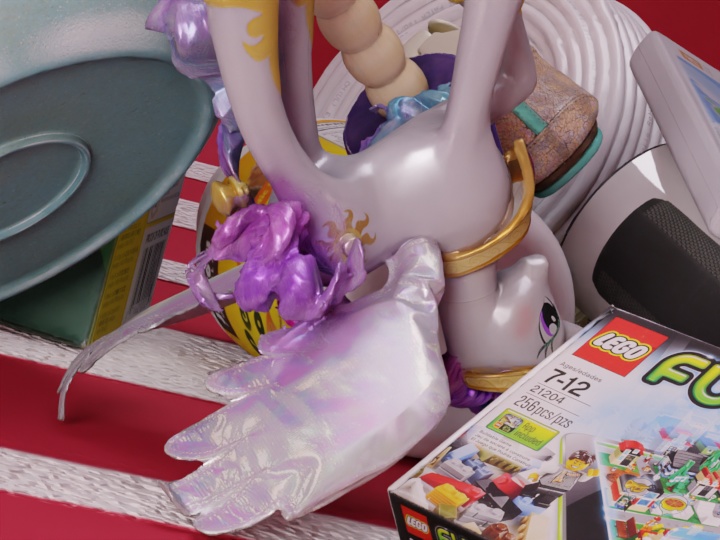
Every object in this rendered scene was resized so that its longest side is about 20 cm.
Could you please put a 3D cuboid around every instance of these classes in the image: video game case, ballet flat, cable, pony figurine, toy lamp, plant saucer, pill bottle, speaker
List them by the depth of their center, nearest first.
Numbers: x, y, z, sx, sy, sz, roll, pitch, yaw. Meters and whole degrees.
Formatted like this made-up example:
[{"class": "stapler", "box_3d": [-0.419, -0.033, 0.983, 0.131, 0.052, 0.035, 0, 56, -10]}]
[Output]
[{"class": "pony figurine", "box_3d": [-0.004, -0.013, 0.922, 0.192, 0.201, 0.167, -19, 27, -18]}, {"class": "plant saucer", "box_3d": [-0.125, -0.035, 0.961, 0.200, 0.200, 0.027, 5, 49, -58]}, {"class": "toy lamp", "box_3d": [-0.008, -0.090, 0.981, 0.058, 0.058, 0.200, 24, -21, 48]}, {"class": "speaker", "box_3d": [0.170, 0.040, 1.099, 0.200, 0.081, 0.081, 45, 21, 29]}, {"class": "video game case", "box_3d": [0.198, -0.014, 1.123, 0.182, 0.022, 0.200, 30, 17, -15]}, {"class": "pill bottle", "box_3d": [0.000, 0.000, 1.154, 0.109, 0.110, 0.200, 13, 7, -24]}, {"class": "ballet flat", "box_3d": [0.048, -0.073, 1.170, 0.067, 0.068, 0.200, 42, -7, -11]}, {"class": "cable", "box_3d": [0.054, -0.051, 1.312, 0.069, 0.200, 0.200, 44, 4, -41]}]

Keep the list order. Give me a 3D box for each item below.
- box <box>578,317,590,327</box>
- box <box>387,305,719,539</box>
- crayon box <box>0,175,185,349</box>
[{"class": "box", "box_3d": [0.190, 0.022, 1.347, 0.200, 0.097, 0.176, 18, -1, 43]}, {"class": "box", "box_3d": [0.116, 0.081, 0.842, 0.200, 0.035, 0.110, 22, 48, 41]}, {"class": "crayon box", "box_3d": [-0.095, -0.076, 1.155, 0.051, 0.201, 0.127, 17, 6, 5]}]
